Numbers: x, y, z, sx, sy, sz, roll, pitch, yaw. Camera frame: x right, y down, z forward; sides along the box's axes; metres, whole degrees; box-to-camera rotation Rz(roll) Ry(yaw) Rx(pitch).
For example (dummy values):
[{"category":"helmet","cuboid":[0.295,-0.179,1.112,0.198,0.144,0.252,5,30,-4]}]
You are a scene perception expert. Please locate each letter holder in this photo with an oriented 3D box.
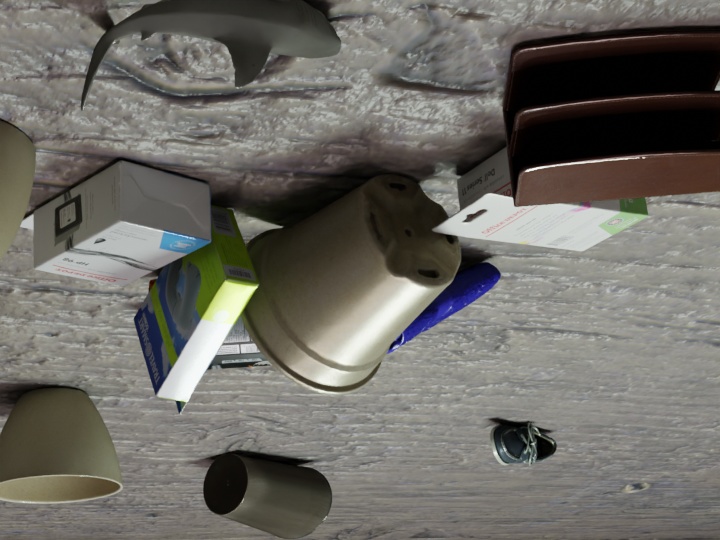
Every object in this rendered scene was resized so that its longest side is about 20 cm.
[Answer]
[{"category":"letter holder","cuboid":[0.234,-0.136,1.328,0.198,0.101,0.142,-4,159,0]}]

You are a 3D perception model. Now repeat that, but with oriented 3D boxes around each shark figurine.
[{"category":"shark figurine","cuboid":[-0.116,-0.176,1.160,0.212,0.090,0.128,-5,160,-5]}]

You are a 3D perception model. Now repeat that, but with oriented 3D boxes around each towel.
[{"category":"towel","cuboid":[0.066,0.058,1.785,0.199,0.050,0.147,-28,-178,-43]}]

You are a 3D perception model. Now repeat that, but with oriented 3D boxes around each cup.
[{"category":"cup","cuboid":[-0.454,0.257,2.224,0.198,0.145,0.201,-3,161,-1]}]

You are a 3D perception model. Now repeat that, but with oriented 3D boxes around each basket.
[{"category":"basket","cuboid":[-0.181,0.410,2.749,0.179,0.137,0.199,-12,157,35]}]

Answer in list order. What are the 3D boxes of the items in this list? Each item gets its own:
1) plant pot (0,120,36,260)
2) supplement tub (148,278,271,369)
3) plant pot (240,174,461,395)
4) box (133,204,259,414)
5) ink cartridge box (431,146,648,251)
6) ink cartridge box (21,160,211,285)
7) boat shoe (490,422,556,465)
[{"category":"plant pot","cuboid":[-0.400,-0.049,1.381,0.198,0.136,0.201,-4,160,-2]},{"category":"supplement tub","cuboid":[-0.144,0.052,1.744,0.198,0.124,0.123,-3,161,-2]},{"category":"plant pot","cuboid":[0.000,0.000,1.566,0.199,0.202,0.183,12,144,-38]},{"category":"box","cuboid":[-0.182,0.042,1.594,0.047,0.122,0.201,11,127,-32]},{"category":"ink cartridge box","cuboid":[0.179,-0.077,1.530,0.198,0.068,0.117,6,159,-30]},{"category":"ink cartridge box","cuboid":[-0.257,-0.039,1.542,0.115,0.067,0.199,12,154,-42]},{"category":"boat shoe","cuboid":[0.289,0.310,2.647,0.061,0.076,0.200,-13,161,27]}]
